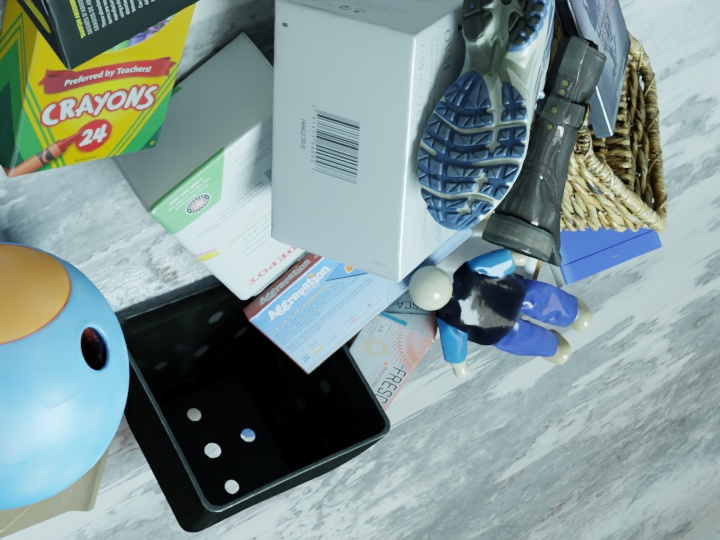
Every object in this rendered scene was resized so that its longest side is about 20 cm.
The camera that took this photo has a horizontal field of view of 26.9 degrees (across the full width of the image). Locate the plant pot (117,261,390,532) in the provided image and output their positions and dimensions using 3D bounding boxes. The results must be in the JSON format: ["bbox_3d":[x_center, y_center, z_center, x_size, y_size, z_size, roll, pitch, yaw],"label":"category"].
[{"bbox_3d":[-0.123,0.139,1.432,0.199,0.200,0.178,-21,159,-30],"label":"plant pot"}]

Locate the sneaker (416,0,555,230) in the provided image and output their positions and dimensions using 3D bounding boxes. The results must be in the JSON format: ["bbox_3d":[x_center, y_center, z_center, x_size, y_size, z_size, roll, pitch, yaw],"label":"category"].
[{"bbox_3d":[0.102,-0.124,1.076,0.085,0.077,0.202,3,106,-69],"label":"sneaker"}]

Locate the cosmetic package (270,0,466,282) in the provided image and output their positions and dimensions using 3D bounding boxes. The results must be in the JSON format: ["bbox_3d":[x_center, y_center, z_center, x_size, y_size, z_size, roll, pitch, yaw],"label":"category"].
[{"bbox_3d":[0.035,-0.133,1.162,0.200,0.122,0.201,-41,142,-49],"label":"cosmetic package"}]

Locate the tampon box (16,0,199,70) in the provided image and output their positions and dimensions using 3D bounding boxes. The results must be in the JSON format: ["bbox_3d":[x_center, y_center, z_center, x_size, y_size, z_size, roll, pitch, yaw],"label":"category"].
[{"bbox_3d":[-0.133,-0.246,0.882,0.199,0.150,0.127,-30,151,-15],"label":"tampon box"}]

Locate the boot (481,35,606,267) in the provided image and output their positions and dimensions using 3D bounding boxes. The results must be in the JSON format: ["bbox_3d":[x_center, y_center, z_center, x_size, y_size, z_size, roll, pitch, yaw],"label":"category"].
[{"bbox_3d":[0.153,-0.096,1.184,0.200,0.069,0.176,-4,113,-84],"label":"boot"}]

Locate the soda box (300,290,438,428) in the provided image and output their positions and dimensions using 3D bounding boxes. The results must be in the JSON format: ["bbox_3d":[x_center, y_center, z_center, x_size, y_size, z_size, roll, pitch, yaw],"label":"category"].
[{"bbox_3d":[0.010,0.090,1.464,0.064,0.068,0.201,-73,-170,-45],"label":"soda box"}]

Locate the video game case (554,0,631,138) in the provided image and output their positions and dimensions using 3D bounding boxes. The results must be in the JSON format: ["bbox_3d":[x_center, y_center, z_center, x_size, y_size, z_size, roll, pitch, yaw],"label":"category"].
[{"bbox_3d":[0.183,-0.231,1.238,0.019,0.143,0.201,-9,127,25],"label":"video game case"}]

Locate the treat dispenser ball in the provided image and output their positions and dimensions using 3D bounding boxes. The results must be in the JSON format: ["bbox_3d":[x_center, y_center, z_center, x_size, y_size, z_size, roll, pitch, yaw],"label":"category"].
[{"bbox_3d":[-0.275,0.078,1.133,0.200,0.201,0.202,-29,151,-18],"label":"treat dispenser ball"}]

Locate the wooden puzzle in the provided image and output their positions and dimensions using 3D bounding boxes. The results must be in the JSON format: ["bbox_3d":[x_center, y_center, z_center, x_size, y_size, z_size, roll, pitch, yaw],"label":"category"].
[{"bbox_3d":[-0.336,0.195,1.417,0.199,0.037,0.186,-14,144,-31],"label":"wooden puzzle"}]

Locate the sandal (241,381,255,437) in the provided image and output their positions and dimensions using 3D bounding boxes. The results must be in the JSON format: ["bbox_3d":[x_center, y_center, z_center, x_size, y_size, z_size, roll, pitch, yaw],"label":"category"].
[{"bbox_3d":[-0.049,0.112,1.579,0.200,0.087,0.079,-40,157,5],"label":"sandal"}]

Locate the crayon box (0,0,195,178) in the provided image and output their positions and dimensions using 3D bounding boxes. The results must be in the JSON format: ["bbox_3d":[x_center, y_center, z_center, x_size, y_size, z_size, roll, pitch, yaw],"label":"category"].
[{"bbox_3d":[-0.186,-0.163,1.048,0.126,0.051,0.201,-17,144,-35],"label":"crayon box"}]

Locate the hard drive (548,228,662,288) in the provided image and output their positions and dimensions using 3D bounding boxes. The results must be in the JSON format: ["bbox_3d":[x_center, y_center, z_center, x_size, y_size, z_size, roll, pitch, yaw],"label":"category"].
[{"bbox_3d":[0.211,-0.098,1.477,0.131,0.202,0.025,-19,178,-32],"label":"hard drive"}]

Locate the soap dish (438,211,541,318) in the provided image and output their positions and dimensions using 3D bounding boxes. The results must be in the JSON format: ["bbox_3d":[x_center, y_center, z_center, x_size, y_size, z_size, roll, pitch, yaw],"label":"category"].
[{"bbox_3d":[0.074,-0.024,1.447,0.198,0.082,0.158,5,141,-1],"label":"soap dish"}]

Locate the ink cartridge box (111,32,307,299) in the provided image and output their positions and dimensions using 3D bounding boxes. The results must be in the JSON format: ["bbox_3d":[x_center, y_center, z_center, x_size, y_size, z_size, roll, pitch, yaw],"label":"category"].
[{"bbox_3d":[-0.096,-0.079,1.240,0.145,0.088,0.200,-39,150,1],"label":"ink cartridge box"}]

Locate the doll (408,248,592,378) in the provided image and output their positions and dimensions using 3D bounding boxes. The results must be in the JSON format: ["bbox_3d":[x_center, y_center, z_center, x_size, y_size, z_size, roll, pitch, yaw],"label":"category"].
[{"bbox_3d":[0.123,0.040,1.389,0.199,0.048,0.137,19,107,-39],"label":"doll"}]

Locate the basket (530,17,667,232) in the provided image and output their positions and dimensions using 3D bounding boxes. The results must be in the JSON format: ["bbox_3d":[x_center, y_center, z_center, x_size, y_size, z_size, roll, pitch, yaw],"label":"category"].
[{"bbox_3d":[0.199,-0.148,1.333,0.147,0.201,0.143,0,147,7],"label":"basket"}]

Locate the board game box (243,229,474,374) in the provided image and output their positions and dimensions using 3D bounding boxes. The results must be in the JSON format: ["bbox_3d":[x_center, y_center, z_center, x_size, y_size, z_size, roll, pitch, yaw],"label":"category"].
[{"bbox_3d":[0.000,0.000,1.333,0.200,0.019,0.103,-40,136,4],"label":"board game box"}]
